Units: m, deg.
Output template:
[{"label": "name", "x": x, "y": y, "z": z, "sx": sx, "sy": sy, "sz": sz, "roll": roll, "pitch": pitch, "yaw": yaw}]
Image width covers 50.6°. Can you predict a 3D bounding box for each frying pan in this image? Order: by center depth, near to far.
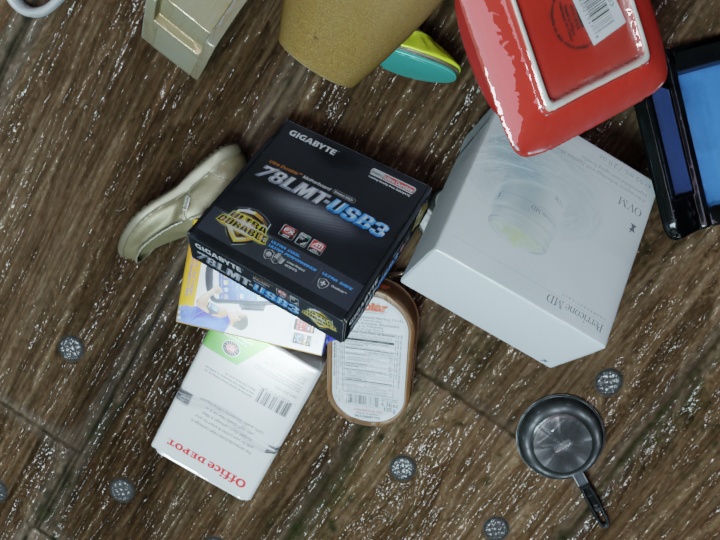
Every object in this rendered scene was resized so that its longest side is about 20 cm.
[{"label": "frying pan", "x": 0.260, "y": 0.253, "z": 0.979, "sx": 0.112, "sy": 0.031, "sz": 0.194, "roll": -6, "pitch": 101, "yaw": 7}]

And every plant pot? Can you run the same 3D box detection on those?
[{"label": "plant pot", "x": 0.004, "y": -0.293, "z": 0.746, "sx": 0.185, "sy": 0.187, "sz": 0.202, "roll": 33, "pitch": 113, "yaw": -4}]

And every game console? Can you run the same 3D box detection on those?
[{"label": "game console", "x": 0.375, "y": -0.150, "z": 0.805, "sx": 0.115, "sy": 0.175, "sz": 0.204, "roll": -14, "pitch": 90, "yaw": 36}]

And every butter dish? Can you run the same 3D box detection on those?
[{"label": "butter dish", "x": 0.170, "y": -0.233, "z": 0.742, "sx": 0.197, "sy": 0.147, "sz": 0.203, "roll": -27, "pitch": 103, "yaw": -16}]

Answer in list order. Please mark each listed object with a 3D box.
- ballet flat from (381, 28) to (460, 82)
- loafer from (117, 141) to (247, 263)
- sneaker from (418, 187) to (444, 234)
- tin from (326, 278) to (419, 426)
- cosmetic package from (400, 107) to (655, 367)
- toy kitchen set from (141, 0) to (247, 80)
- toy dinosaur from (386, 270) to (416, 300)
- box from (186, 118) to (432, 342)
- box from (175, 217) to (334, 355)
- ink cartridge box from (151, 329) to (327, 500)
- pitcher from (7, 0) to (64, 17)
[{"label": "ballet flat", "x": 0.018, "y": -0.260, "z": 0.852, "sx": 0.195, "sy": 0.067, "sz": 0.069, "roll": 9, "pitch": 82, "yaw": 4}, {"label": "loafer", "x": -0.207, "y": -0.069, "z": 0.908, "sx": 0.199, "sy": 0.076, "sz": 0.068, "roll": -39, "pitch": 92, "yaw": 13}, {"label": "sneaker", "x": 0.138, "y": -0.009, "z": 0.899, "sx": 0.078, "sy": 0.074, "sz": 0.202, "roll": -31, "pitch": 100, "yaw": 6}, {"label": "tin", "x": 0.014, "y": 0.104, "z": 0.930, "sx": 0.109, "sy": 0.042, "sz": 0.204, "roll": 4, "pitch": 118, "yaw": 5}, {"label": "cosmetic package", "x": 0.179, "y": -0.039, "z": 0.811, "sx": 0.197, "sy": 0.123, "sz": 0.203, "roll": 28, "pitch": 70, "yaw": -5}, {"label": "toy kitchen set", "x": -0.174, "y": -0.347, "z": 0.798, "sx": 0.162, "sy": 0.180, "sz": 0.202, "roll": 36, "pitch": 82, "yaw": -16}, {"label": "toy dinosaur", "x": 0.000, "y": 0.000, "z": 0.918, "sx": 0.101, "sy": 0.058, "sz": 0.200, "roll": -43, "pitch": 97, "yaw": 14}, {"label": "box", "x": -0.051, "y": -0.052, "z": 0.825, "sx": 0.197, "sy": 0.200, "sz": 0.050, "roll": 28, "pitch": 150, "yaw": 14}, {"label": "box", "x": -0.103, "y": 0.019, "z": 0.865, "sx": 0.196, "sy": 0.041, "sz": 0.122, "roll": 12, "pitch": 97, "yaw": 4}, {"label": "ink cartridge box", "x": -0.150, "y": 0.160, "z": 0.957, "sx": 0.144, "sy": 0.084, "sz": 0.202, "roll": 29, "pitch": 104, "yaw": -3}, {"label": "pitcher", "x": -0.320, "y": -0.361, "z": 0.833, "sx": 0.196, "sy": 0.122, "sz": 0.174, "roll": 9, "pitch": 127, "yaw": 12}]
